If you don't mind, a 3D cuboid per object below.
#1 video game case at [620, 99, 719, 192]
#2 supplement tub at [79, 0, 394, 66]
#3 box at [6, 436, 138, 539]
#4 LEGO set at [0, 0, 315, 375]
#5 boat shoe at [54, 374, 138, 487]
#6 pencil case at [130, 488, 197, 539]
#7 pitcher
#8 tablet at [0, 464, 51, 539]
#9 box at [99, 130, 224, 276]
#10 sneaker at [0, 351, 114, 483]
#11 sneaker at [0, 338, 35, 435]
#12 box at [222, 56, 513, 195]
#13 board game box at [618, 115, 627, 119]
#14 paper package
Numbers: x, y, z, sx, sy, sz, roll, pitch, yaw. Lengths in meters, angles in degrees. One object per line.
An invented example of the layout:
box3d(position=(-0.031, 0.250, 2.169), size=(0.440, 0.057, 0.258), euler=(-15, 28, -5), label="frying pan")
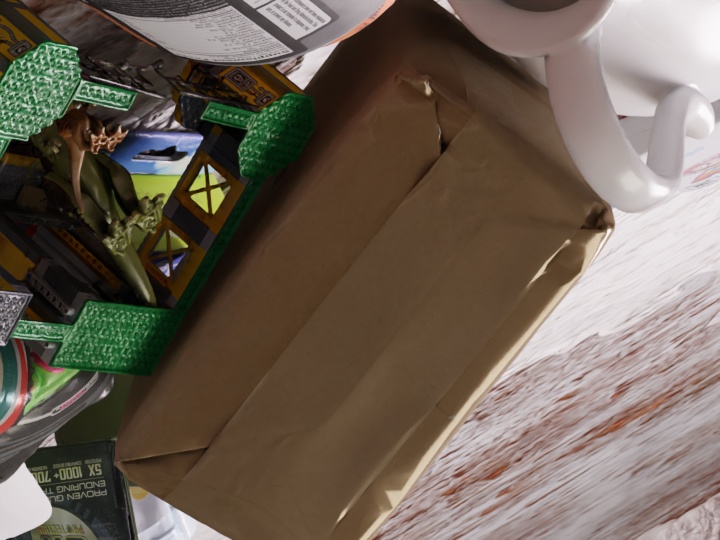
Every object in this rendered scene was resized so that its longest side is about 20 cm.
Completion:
box3d(position=(0.221, -0.087, 1.392), size=(0.200, 0.024, 0.182), euler=(-23, 172, 15), label="video game case")
box3d(position=(-0.048, -0.127, 0.836), size=(0.122, 0.123, 0.200), euler=(-32, 166, 9), label="supplement tub")
box3d(position=(-0.211, 0.155, 1.436), size=(0.199, 0.086, 0.164), euler=(-7, 160, -12), label="box")
box3d(position=(-0.126, -0.048, 1.047), size=(0.200, 0.116, 0.154), euler=(-3, 126, -51), label="LEGO set")
box3d(position=(-0.067, 0.068, 1.459), size=(0.201, 0.072, 0.060), euler=(-9, 171, 42), label="boat shoe")
box3d(position=(-0.190, 0.167, 1.638), size=(0.200, 0.083, 0.091), euler=(-27, -172, -15), label="pencil case")
box3d(position=(0.101, -0.099, 1.124), size=(0.121, 0.172, 0.200), euler=(-21, 169, 23), label="pitcher")
box3d(position=(-0.219, 0.080, 1.255), size=(0.130, 0.014, 0.200), euler=(-21, 146, 3), label="tablet")
box3d(position=(-0.141, 0.013, 1.286), size=(0.200, 0.048, 0.122), euler=(-35, 165, 24), label="box")
box3d(position=(-0.183, 0.074, 1.186), size=(0.200, 0.077, 0.084), euler=(-25, 151, 11), label="sneaker")
box3d(position=(-0.226, 0.047, 1.103), size=(0.199, 0.071, 0.093), euler=(-10, 175, 17), label="sneaker")
box3d(position=(-0.007, -0.035, 1.408), size=(0.200, 0.036, 0.144), euler=(-34, 165, 22), label="box")
box3d(position=(0.106, -0.043, 1.526), size=(0.200, 0.037, 0.151), euler=(-32, 174, -33), label="board game box")
box3d(position=(0.000, 0.000, 1.154), size=(0.191, 0.103, 0.200), euler=(-52, -170, 13), label="paper package")
